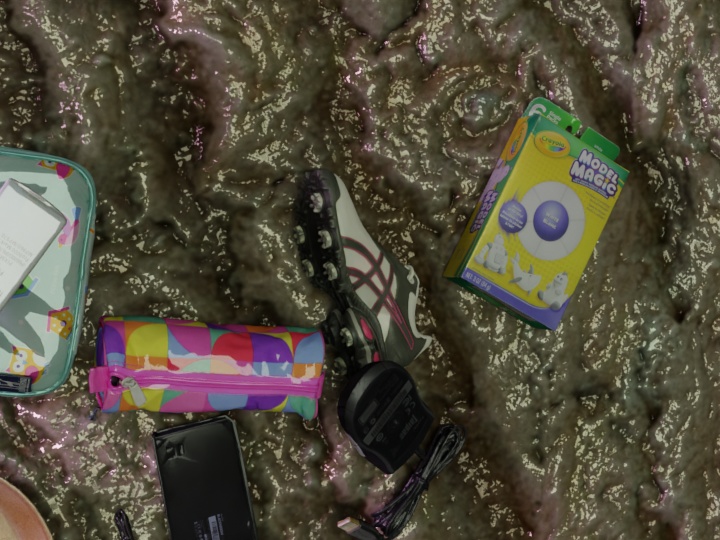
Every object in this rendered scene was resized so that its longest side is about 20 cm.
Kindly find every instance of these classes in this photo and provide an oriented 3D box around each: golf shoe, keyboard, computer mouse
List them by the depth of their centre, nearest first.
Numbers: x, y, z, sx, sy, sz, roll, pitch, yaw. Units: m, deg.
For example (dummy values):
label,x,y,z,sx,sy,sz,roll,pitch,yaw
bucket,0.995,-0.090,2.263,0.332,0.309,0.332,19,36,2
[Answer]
label,x,y,z,sx,sy,sz,roll,pitch,yaw
keyboard,-0.152,0.235,0.864,0.127,0.021,0.201,-11,94,-24
computer mouse,0.010,0.158,0.870,0.141,0.046,0.200,-54,142,-9
golf shoe,0.000,0.000,0.886,0.088,0.077,0.201,-22,107,-24

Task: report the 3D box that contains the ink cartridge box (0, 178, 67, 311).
label,x,y,z,sx,sy,sz,roll,pitch,yaw
ink cartridge box,-0.273,0.032,0.660,0.047,0.160,0.200,39,80,-16

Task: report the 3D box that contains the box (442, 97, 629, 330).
label,x,y,z,sx,sy,sz,roll,pitch,yaw
box,0.175,-0.057,0.952,0.117,0.048,0.200,28,81,-18

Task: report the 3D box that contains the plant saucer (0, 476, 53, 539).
label,x,y,z,sx,sy,sz,roll,pitch,yaw
plant saucer,-0.343,0.246,0.789,0.200,0.035,0.201,-1,92,-18

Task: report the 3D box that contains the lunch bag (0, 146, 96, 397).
label,x,y,z,sx,sy,sz,roll,pitch,yaw
lunch bag,-0.295,0.002,0.776,0.160,0.077,0.201,9,89,-19

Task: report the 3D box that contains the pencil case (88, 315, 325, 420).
label,x,y,z,sx,sy,sz,roll,pitch,yaw
pencil case,-0.127,0.083,0.834,0.199,0.088,0.089,2,91,-20
